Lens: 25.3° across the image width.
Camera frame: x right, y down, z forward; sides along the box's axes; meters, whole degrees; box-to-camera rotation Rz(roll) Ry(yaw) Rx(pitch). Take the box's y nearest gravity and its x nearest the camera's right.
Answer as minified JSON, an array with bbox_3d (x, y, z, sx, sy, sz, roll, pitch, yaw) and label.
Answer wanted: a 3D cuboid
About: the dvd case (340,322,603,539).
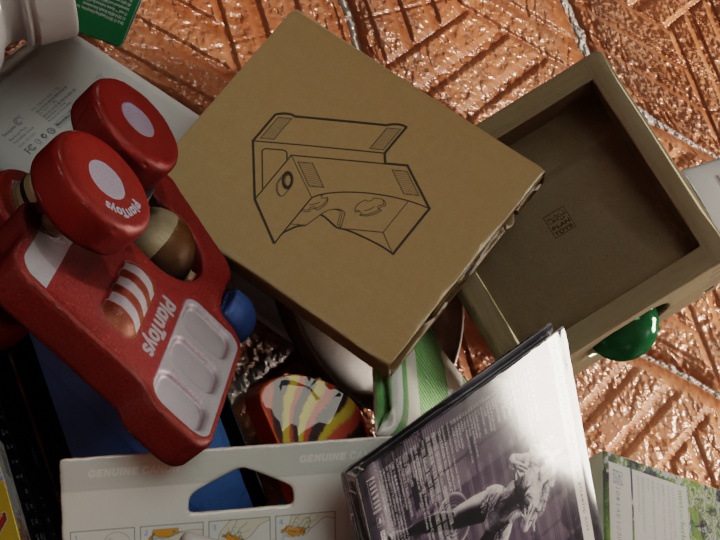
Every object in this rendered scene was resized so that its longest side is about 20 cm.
[{"bbox_3d":[0.070,0.138,0.920,0.199,0.016,0.150,-30,114,-43],"label":"dvd case"}]

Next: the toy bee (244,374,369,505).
[{"bbox_3d":[-0.001,0.156,0.990,0.108,0.131,0.202,-13,106,-23],"label":"toy bee"}]

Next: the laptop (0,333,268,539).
[{"bbox_3d":[-0.182,0.091,0.909,0.199,0.103,0.178,-4,63,-44],"label":"laptop"}]

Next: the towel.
[{"bbox_3d":[0.059,0.113,1.029,0.201,0.023,0.153,55,19,-34],"label":"towel"}]

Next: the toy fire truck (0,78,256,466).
[{"bbox_3d":[-0.131,0.002,0.886,0.168,0.112,0.200,46,22,-16],"label":"toy fire truck"}]

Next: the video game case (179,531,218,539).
[{"bbox_3d":[-0.042,0.253,0.847,0.181,0.202,0.023,18,12,-15],"label":"video game case"}]

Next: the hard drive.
[{"bbox_3d":[-0.161,-0.073,1.050,0.199,0.025,0.132,34,49,8],"label":"hard drive"}]

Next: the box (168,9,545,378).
[{"bbox_3d":[-0.013,-0.051,0.990,0.199,0.021,0.164,34,71,16],"label":"box"}]

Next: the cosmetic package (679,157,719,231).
[{"bbox_3d":[0.207,-0.006,1.169,0.101,0.200,0.074,-17,74,-43],"label":"cosmetic package"}]

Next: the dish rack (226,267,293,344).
[{"bbox_3d":[-0.039,-0.052,1.143,0.171,0.044,0.201,36,47,-9],"label":"dish rack"}]

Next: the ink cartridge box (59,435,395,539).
[{"bbox_3d":[-0.069,0.180,0.880,0.198,0.044,0.175,-2,94,-16],"label":"ink cartridge box"}]

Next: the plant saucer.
[{"bbox_3d":[0.000,0.000,1.077,0.200,0.034,0.202,22,61,-46],"label":"plant saucer"}]

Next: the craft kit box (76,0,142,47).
[{"bbox_3d":[-0.250,-0.220,1.036,0.199,0.049,0.198,20,17,-22],"label":"craft kit box"}]

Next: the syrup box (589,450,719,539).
[{"bbox_3d":[0.228,0.201,1.133,0.199,0.081,0.079,20,53,-23],"label":"syrup box"}]

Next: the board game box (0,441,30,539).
[{"bbox_3d":[-0.222,0.198,0.816,0.133,0.034,0.201,-19,70,-6],"label":"board game box"}]

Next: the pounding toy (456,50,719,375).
[{"bbox_3d":[0.132,0.005,1.058,0.183,0.142,0.201,-31,76,1],"label":"pounding toy"}]

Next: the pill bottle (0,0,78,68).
[{"bbox_3d":[-0.263,-0.147,0.888,0.198,0.112,0.112,-16,69,-13],"label":"pill bottle"}]
